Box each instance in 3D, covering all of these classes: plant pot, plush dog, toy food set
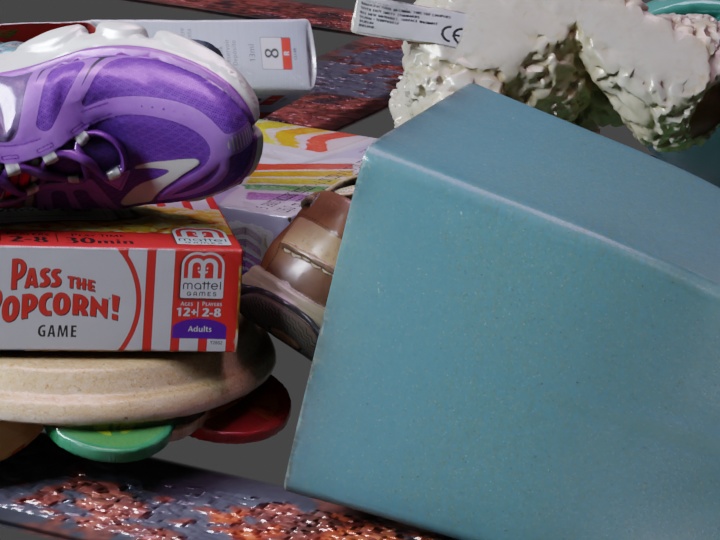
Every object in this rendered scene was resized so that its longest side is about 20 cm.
[{"bbox_3d":[0.099,0.033,0.989,0.199,0.142,0.141,18,19,14],"label":"plant pot"},{"bbox_3d":[0.070,-0.091,1.263,0.199,0.161,0.172,-28,-11,-10],"label":"plush dog"},{"bbox_3d":[-0.129,0.038,1.072,0.197,0.049,0.200,3,16,-7],"label":"toy food set"}]

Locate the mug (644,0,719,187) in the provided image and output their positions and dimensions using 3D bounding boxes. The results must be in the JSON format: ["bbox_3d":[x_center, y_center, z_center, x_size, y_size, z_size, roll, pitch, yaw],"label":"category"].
[{"bbox_3d":[0.232,-0.087,1.365,0.184,0.115,0.152,21,14,-36],"label":"mug"}]

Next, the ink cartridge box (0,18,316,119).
[{"bbox_3d":[-0.143,-0.108,1.484,0.199,0.050,0.162,-5,-5,-21],"label":"ink cartridge box"}]

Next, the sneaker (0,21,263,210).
[{"bbox_3d":[-0.137,-0.044,1.001,0.199,0.081,0.084,-1,32,5],"label":"sneaker"}]

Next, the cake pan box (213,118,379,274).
[{"bbox_3d":[-0.078,-0.038,1.348,0.183,0.053,0.200,9,17,24],"label":"cake pan box"}]

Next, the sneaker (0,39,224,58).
[{"bbox_3d":[-0.155,-0.079,1.238,0.199,0.087,0.078,-22,-21,24],"label":"sneaker"}]

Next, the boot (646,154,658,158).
[{"bbox_3d":[0.107,-0.021,1.321,0.090,0.073,0.200,0,7,11],"label":"boot"}]

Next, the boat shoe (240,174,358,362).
[{"bbox_3d":[0.000,0.000,1.117,0.075,0.074,0.200,31,4,3],"label":"boat shoe"}]

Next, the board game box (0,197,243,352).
[{"bbox_3d":[-0.139,-0.016,1.082,0.151,0.047,0.200,1,16,-13],"label":"board game box"}]
